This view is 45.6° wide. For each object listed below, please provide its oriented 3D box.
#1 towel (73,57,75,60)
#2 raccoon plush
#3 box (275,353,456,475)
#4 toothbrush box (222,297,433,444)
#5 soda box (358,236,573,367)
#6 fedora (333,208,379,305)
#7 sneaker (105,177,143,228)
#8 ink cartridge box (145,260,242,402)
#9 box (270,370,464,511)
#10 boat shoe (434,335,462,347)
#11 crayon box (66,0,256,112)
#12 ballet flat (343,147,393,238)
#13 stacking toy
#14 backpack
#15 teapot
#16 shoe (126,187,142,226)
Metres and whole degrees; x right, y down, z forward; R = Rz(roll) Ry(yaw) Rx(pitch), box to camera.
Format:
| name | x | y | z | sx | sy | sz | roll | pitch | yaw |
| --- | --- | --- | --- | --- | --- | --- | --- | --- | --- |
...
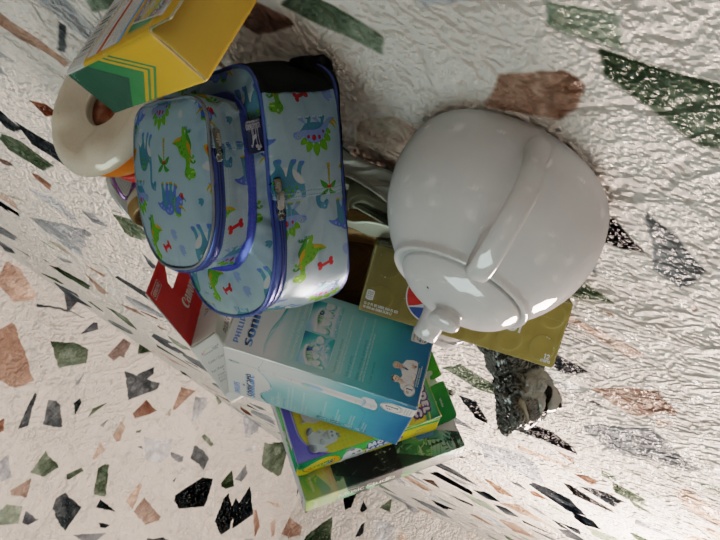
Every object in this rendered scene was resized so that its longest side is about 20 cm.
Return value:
| name | x | y | z | sx | sy | sz | roll | pitch | yaw |
| --- | --- | --- | --- | --- | --- | --- | --- | --- | --- |
| towel | -0.264 | -0.173 | 1.026 | 0.141 | 0.023 | 0.200 | 27 | 162 | 5 |
| raccoon plush | 0.134 | 0.090 | 0.937 | 0.197 | 0.136 | 0.097 | 22 | 163 | 20 |
| box | 0.004 | 0.142 | 0.971 | 0.049 | 0.196 | 0.119 | 102 | 149 | -60 |
| toothbrush box | -0.035 | 0.094 | 0.879 | 0.195 | 0.087 | 0.147 | 16 | 155 | 2 |
| soda box | 0.101 | 0.026 | 0.833 | 0.196 | 0.069 | 0.064 | 16 | -165 | 0 |
| fedora | 0.000 | 0.000 | 0.937 | 0.196 | 0.082 | 0.204 | 8 | 126 | 10 |
| sneaker | -0.258 | -0.084 | 1.135 | 0.198 | 0.076 | 0.099 | 29 | 176 | -42 |
| ink cartridge box | -0.190 | 0.044 | 1.098 | 0.178 | 0.044 | 0.201 | 57 | -169 | -23 |
| box | 0.005 | 0.178 | 1.000 | 0.037 | 0.196 | 0.146 | 91 | 158 | -55 |
| boat shoe | 0.051 | 0.026 | 1.021 | 0.196 | 0.075 | 0.065 | 22 | 158 | -10 |
| crayon box | -0.125 | -0.187 | 0.603 | 0.051 | 0.128 | 0.198 | 37 | 161 | -30 |
| ballet flat | -0.013 | -0.079 | 0.823 | 0.197 | 0.070 | 0.070 | 25 | 162 | 14 |
| stacking toy | -0.207 | -0.137 | 0.896 | 0.144 | 0.149 | 0.199 | 16 | 172 | 33 |
| backpack | -0.103 | -0.064 | 0.725 | 0.181 | 0.145 | 0.205 | 4 | 106 | 52 |
| teapot | 0.096 | -0.020 | 0.684 | 0.195 | 0.148 | 0.200 | 11 | 154 | 44 |
| shoe | -0.161 | -0.093 | 0.859 | 0.054 | 0.199 | 0.070 | 51 | 128 | 9 |
